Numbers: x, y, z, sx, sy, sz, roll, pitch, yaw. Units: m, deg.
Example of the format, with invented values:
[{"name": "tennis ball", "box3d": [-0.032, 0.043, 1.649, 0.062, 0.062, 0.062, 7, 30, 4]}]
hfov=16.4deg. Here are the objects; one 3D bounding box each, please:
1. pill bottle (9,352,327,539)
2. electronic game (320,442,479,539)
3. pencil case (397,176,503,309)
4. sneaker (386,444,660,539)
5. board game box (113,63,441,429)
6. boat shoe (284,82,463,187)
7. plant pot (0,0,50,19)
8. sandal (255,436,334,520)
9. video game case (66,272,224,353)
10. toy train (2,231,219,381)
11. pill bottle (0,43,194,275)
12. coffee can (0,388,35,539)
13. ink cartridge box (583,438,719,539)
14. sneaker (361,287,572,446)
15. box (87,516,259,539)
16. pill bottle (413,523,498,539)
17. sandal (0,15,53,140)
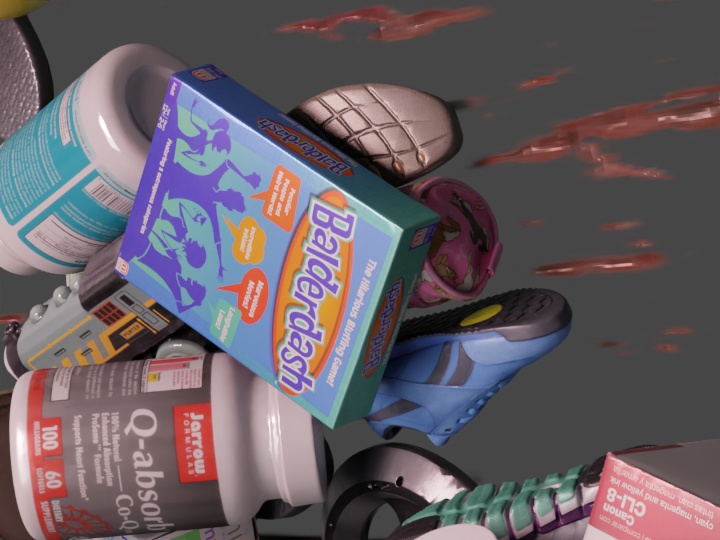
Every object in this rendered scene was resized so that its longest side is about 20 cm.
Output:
[{"name": "pill bottle", "box3d": [-0.126, 0.115, 1.666, 0.198, 0.116, 0.117, -6, 100, 3]}, {"name": "electronic game", "box3d": [0.046, 0.211, 1.690, 0.199, 0.041, 0.201, 23, 125, 39]}, {"name": "pencil case", "box3d": [0.000, 0.000, 1.643, 0.199, 0.086, 0.083, -20, 82, 45]}, {"name": "sneaker", "box3d": [0.113, 0.177, 1.569, 0.199, 0.074, 0.088, -16, 101, 24]}, {"name": "board game box", "box3d": [-0.057, -0.017, 1.596, 0.199, 0.045, 0.153, 33, 121, 25]}, {"name": "boat shoe", "box3d": [-0.019, -0.077, 1.651, 0.199, 0.073, 0.075, -11, 86, 27]}, {"name": "plant pot", "box3d": [-0.258, -0.260, 1.761, 0.200, 0.199, 0.142, 46, 155, 24]}, {"name": "sandal", "box3d": [-0.074, 0.148, 1.793, 0.200, 0.043, 0.077, -31, 72, 53]}, {"name": "video game case", "box3d": [-0.151, -0.005, 1.828, 0.181, 0.022, 0.202, 13, 110, 40]}, {"name": "toy train", "box3d": [-0.168, 0.044, 1.761, 0.114, 0.086, 0.200, 39, 135, -20]}, {"name": "pill bottle", "box3d": [-0.191, -0.068, 1.754, 0.200, 0.110, 0.111, -33, 79, 43]}, {"name": "coffee can", "box3d": [-0.300, 0.197, 1.940, 0.200, 0.146, 0.147, -34, 78, 43]}, {"name": "ink cartridge box", "box3d": [0.208, 0.219, 1.445, 0.144, 0.145, 0.201, 24, 105, 36]}, {"name": "sneaker", "box3d": [0.070, 0.065, 1.617, 0.199, 0.066, 0.079, -18, 100, 45]}, {"name": "box", "box3d": [-0.145, 0.234, 1.798, 0.176, 0.096, 0.201, 26, 130, 51]}, {"name": "pill bottle", "box3d": [0.085, 0.259, 1.537, 0.112, 0.112, 0.201, 1, 126, 43]}, {"name": "sandal", "box3d": [-0.275, -0.184, 1.878, 0.076, 0.043, 0.201, -45, 62, 33]}]
